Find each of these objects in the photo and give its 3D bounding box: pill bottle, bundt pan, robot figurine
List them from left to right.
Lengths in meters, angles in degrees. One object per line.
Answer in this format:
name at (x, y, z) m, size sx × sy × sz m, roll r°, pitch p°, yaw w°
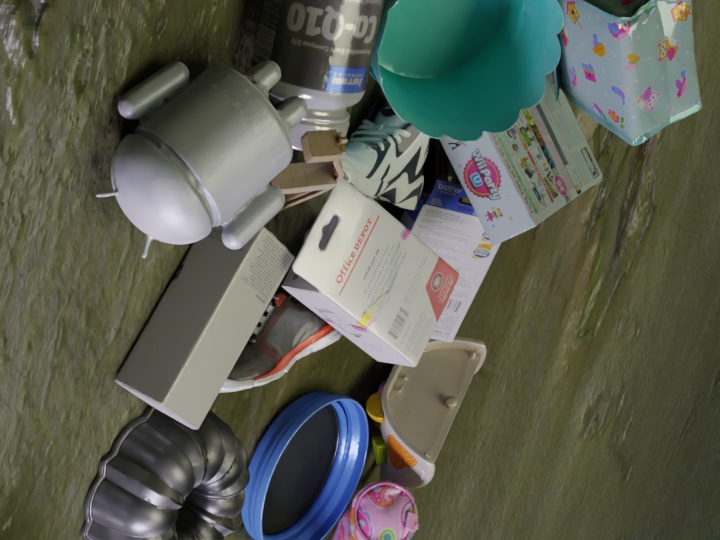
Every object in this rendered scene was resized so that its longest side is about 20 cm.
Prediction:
bundt pan at (-0.186, 0.235, 1.670) m, size 0.202 × 0.075 × 0.203 m, roll -37°, pitch 139°, yaw -40°
robot figurine at (-0.140, -0.103, 1.460) m, size 0.200 × 0.113 × 0.170 m, roll -43°, pitch 99°, yaw -18°
pill bottle at (-0.041, -0.221, 1.551) m, size 0.113 × 0.113 × 0.201 m, roll -13°, pitch 121°, yaw -54°

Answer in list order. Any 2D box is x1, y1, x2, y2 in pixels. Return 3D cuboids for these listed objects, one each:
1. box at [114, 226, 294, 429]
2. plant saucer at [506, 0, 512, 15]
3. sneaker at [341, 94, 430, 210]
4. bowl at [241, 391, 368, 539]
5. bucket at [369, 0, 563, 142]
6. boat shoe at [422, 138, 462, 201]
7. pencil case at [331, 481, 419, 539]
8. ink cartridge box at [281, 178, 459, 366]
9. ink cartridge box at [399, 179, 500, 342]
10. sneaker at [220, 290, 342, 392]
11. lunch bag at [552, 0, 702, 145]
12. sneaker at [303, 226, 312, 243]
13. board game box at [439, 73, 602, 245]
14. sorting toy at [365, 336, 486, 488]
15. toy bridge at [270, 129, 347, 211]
box at (-0.150, 0.046, 1.605) m, size 0.201 × 0.068 × 0.082 m, roll -60°, pitch 149°, yaw -11°
plant saucer at (0.184, -0.317, 1.820) m, size 0.200 × 0.037 × 0.202 m, roll -4°, pitch 90°, yaw -81°
sneaker at (0.017, -0.142, 1.737) m, size 0.199 × 0.079 × 0.131 m, roll 13°, pitch 93°, yaw -55°
bowl at (-0.065, 0.233, 1.895) m, size 0.200 × 0.039 × 0.202 m, roll -36°, pitch 138°, yaw -41°
bucket at (0.090, -0.247, 1.649) m, size 0.206 × 0.135 × 0.209 m, roll -8°, pitch 120°, yaw -14°
boat shoe at (0.078, -0.084, 1.895) m, size 0.071 × 0.072 × 0.201 m, roll 1°, pitch 124°, yaw -26°
pencil case at (0.016, 0.311, 1.964) m, size 0.088 × 0.087 × 0.200 m, roll -53°, pitch 174°, yaw -22°
ink cartridge box at (0.000, 0.000, 1.699) m, size 0.200 × 0.067 × 0.117 m, roll 40°, pitch 69°, yaw -36°
ink cartridge box at (0.089, -0.016, 1.879) m, size 0.119 × 0.042 × 0.201 m, roll 12°, pitch 119°, yaw -27°
sneaker at (-0.101, 0.064, 1.717) m, size 0.200 × 0.077 × 0.082 m, roll -31°, pitch 108°, yaw -46°
lunch bag at (0.262, -0.257, 1.774) m, size 0.121 × 0.200 × 0.171 m, roll -29°, pitch 132°, yaw -17°
sneaker at (-0.010, 0.027, 1.802) m, size 0.072 × 0.072 × 0.200 m, roll -28°, pitch 130°, yaw 15°
board game box at (0.180, -0.131, 1.828) m, size 0.200 × 0.064 × 0.148 m, roll -31°, pitch 95°, yaw -55°
sorting toy at (0.061, 0.194, 2.019) m, size 0.181 × 0.106 × 0.201 m, roll 103°, pitch 12°, yaw -48°
toy bridge at (-0.052, -0.090, 1.561) m, size 0.067 × 0.200 × 0.027 m, roll -7°, pitch 77°, yaw -26°
